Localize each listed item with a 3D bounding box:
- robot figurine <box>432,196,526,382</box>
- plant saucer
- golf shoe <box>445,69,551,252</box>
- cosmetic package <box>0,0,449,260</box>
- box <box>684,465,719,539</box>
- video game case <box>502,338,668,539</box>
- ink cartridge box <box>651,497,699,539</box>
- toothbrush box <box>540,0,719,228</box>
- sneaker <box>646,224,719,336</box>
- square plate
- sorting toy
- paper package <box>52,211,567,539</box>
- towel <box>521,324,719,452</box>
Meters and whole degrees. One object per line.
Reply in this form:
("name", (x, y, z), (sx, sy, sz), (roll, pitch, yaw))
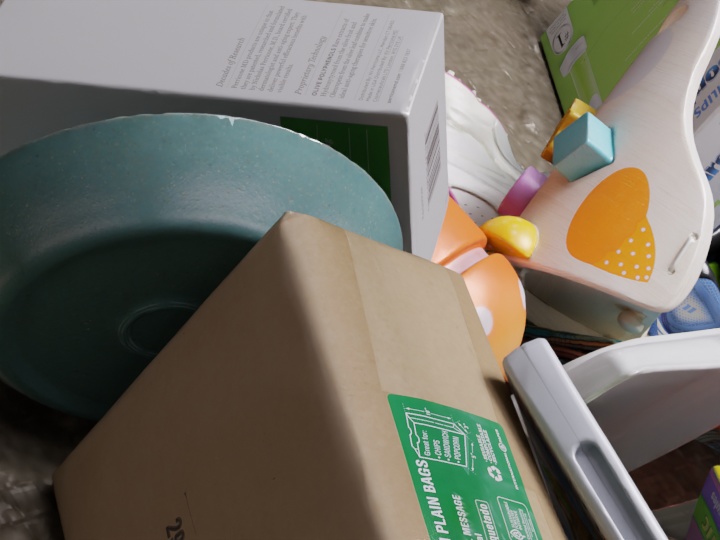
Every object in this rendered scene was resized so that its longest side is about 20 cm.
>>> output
("robot figurine", (0.001, -0.001, 1.079), (0.200, 0.117, 0.144), (47, -11, 10))
("plant saucer", (-0.080, 0.012, 0.904), (0.200, 0.200, 0.036), (19, 46, -31))
("golf shoe", (0.075, -0.026, 1.249), (0.200, 0.075, 0.092), (39, 54, -7))
("cosmetic package", (-0.066, -0.059, 0.968), (0.200, 0.108, 0.085), (5, 40, 12))
("box", (0.267, 0.179, 1.003), (0.200, 0.097, 0.176), (-1, 40, -13))
("video game case", (0.119, 0.139, 0.875), (0.182, 0.022, 0.200), (60, -2, 27))
("ink cartridge box", (0.269, 0.129, 1.160), (0.200, 0.160, 0.047), (24, 62, -27))
("toothbrush box", (0.209, -0.125, 1.423), (0.086, 0.146, 0.200), (22, 35, -28))
("sneaker", (0.242, 0.013, 1.341), (0.200, 0.089, 0.079), (-4, 54, -49))
("square plate", (0.106, 0.072, 1.023), (0.200, 0.198, 0.028), (-4, 66, -49))
("sorting toy", (0.143, -0.059, 1.157), (0.107, 0.180, 0.200), (27, -10, 4))
("paper package", (-0.020, 0.113, 0.847), (0.103, 0.191, 0.200), (15, 42, -35))
("towel", (0.175, 0.074, 1.181), (0.200, 0.022, 0.147), (24, -7, -27))
